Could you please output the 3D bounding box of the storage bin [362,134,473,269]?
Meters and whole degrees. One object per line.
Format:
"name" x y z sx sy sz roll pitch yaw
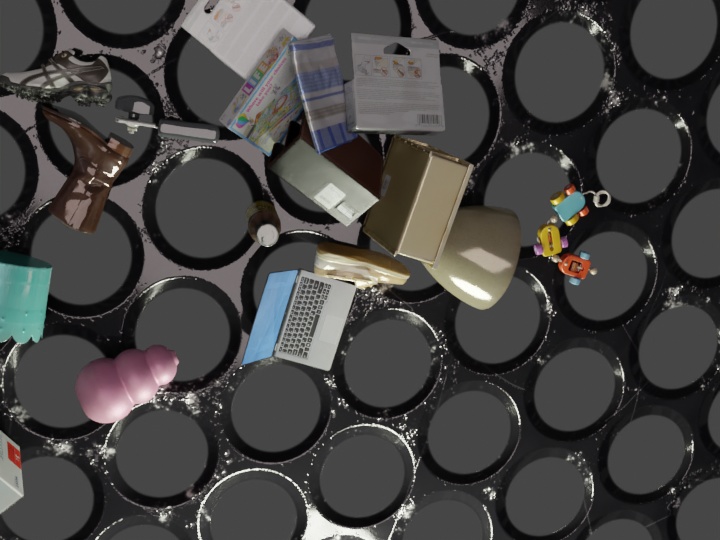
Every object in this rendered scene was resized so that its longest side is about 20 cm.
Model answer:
"storage bin" 0.099 -0.136 1.698 0.092 0.198 0.204 14 102 -25

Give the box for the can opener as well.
"can opener" -0.357 -0.275 1.658 0.196 0.053 0.068 11 102 -12

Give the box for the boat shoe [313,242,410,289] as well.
"boat shoe" 0.000 0.000 1.786 0.196 0.074 0.070 15 114 -12

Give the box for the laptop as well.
"laptop" -0.117 0.105 1.764 0.196 0.116 0.191 16 102 -13

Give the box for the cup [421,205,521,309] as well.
"cup" 0.197 -0.043 1.729 0.141 0.200 0.204 17 101 -18

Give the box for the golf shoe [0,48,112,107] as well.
"golf shoe" -0.544 -0.349 1.606 0.196 0.078 0.097 3 87 -12

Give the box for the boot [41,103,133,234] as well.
"boot" -0.538 -0.180 1.650 0.184 0.064 0.202 28 102 -17

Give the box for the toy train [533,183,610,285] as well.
"toy train" 0.432 -0.080 1.845 0.147 0.056 0.204 10 105 -13

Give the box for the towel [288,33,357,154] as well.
"towel" -0.065 -0.322 1.621 0.023 0.146 0.204 -8 102 30

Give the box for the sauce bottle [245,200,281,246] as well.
"sauce bottle" -0.178 -0.084 1.661 0.063 0.200 0.066 -3 105 -11

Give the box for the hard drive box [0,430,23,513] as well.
"hard drive box" -0.727 0.339 1.671 0.076 0.156 0.201 -35 126 -3

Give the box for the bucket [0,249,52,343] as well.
"bucket" -0.657 0.040 1.615 0.203 0.207 0.138 13 93 -12

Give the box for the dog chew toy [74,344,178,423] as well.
"dog chew toy" -0.446 0.209 1.737 0.197 0.124 0.126 -26 107 -10

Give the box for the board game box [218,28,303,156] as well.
"board game box" -0.155 -0.323 1.649 0.201 0.034 0.134 -53 147 5

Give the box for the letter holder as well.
"letter holder" -0.061 -0.209 1.704 0.199 0.144 0.100 35 128 -25

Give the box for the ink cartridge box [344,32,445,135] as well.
"ink cartridge box" 0.063 -0.347 1.687 0.196 0.043 0.178 -3 86 -28

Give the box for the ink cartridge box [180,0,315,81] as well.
"ink cartridge box" -0.205 -0.447 1.646 0.199 0.047 0.161 37 96 -14
